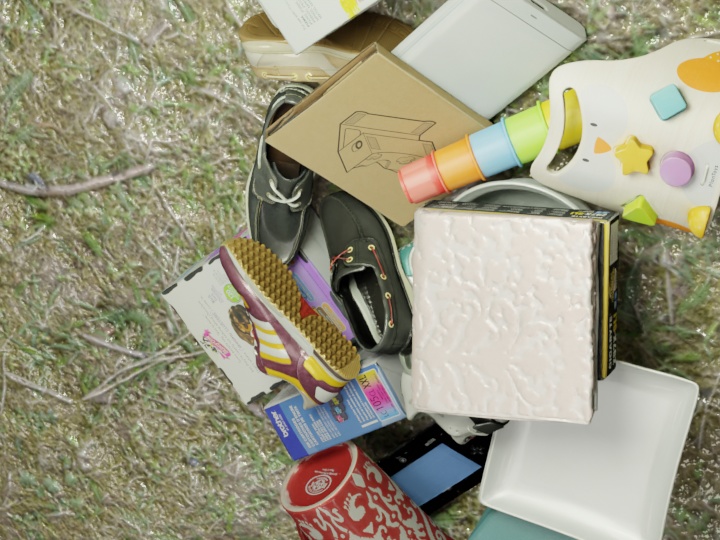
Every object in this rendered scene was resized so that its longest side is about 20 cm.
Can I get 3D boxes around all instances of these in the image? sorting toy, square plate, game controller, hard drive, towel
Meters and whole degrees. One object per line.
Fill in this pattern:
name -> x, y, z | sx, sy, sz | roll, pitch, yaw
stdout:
sorting toy -> 0.260, -0.123, 1.600 | 0.179, 0.107, 0.201 | 11, 121, 5
square plate -> 0.231, 0.176, 1.699 | 0.199, 0.028, 0.199 | 18, 105, 24
game controller -> 0.080, 0.229, 1.921 | 0.104, 0.042, 0.200 | 25, 133, -32
hard drive -> 0.107, -0.206, 1.657 | 0.132, 0.027, 0.200 | 27, 133, -31
towel -> 0.138, 0.043, 1.611 | 0.190, 0.032, 0.201 | 3, 96, 25

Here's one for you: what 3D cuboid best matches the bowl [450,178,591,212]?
bowl -> 0.179, -0.016, 1.724 | 0.200, 0.090, 0.202 | 12, 121, 20

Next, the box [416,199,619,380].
box -> 0.154, 0.018, 1.651 | 0.199, 0.049, 0.161 | 6, 106, 24

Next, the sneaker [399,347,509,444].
sneaker -> 0.128, 0.135, 1.695 | 0.199, 0.074, 0.089 | 8, 102, 38

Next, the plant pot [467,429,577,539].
plant pot -> 0.238, 0.233, 1.806 | 0.141, 0.141, 0.200 | 33, 120, 5

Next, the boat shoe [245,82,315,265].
boat shoe -> -0.084, -0.094, 1.760 | 0.071, 0.068, 0.201 | 8, 108, -4

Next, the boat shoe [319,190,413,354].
boat shoe -> 0.002, -0.002, 1.787 | 0.074, 0.063, 0.202 | -42, 61, 37

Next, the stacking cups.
stacking cups -> 0.136, -0.118, 1.672 | 0.199, 0.061, 0.061 | -24, 105, 14

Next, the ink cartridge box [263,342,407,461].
ink cartridge box -> -0.014, 0.136, 1.871 | 0.199, 0.136, 0.077 | -22, 100, 33

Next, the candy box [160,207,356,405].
candy box -> -0.100, 0.035, 1.897 | 0.200, 0.072, 0.168 | -31, 101, 34

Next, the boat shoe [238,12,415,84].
boat shoe -> -0.026, -0.222, 1.730 | 0.199, 0.074, 0.069 | 9, 135, 19

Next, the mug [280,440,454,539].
mug -> -0.009, 0.302, 1.896 | 0.177, 0.134, 0.200 | -26, 120, 23

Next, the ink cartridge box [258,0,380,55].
ink cartridge box -> -0.006, -0.331, 1.607 | 0.200, 0.145, 0.145 | -29, 101, 34

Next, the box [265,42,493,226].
box -> 0.029, -0.133, 1.701 | 0.200, 0.021, 0.163 | 30, 129, -35

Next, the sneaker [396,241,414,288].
sneaker -> 0.104, 0.049, 1.807 | 0.200, 0.070, 0.093 | 44, 131, 2

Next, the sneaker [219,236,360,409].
sneaker -> -0.094, 0.059, 1.764 | 0.090, 0.075, 0.200 | -41, 87, 31
